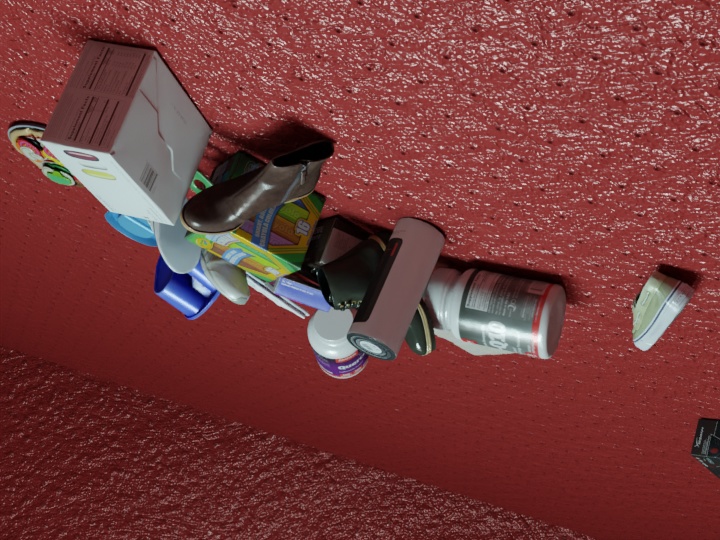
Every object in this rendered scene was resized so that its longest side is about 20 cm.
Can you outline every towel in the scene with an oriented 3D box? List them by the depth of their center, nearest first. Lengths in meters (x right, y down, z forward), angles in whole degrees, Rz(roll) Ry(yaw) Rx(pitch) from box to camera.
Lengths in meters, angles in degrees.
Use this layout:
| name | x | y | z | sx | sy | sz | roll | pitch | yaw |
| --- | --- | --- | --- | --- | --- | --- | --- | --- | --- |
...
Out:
| name | x | y | z | sx | sy | sz | roll | pitch | yaw |
| --- | --- | --- | --- | --- | --- | --- | --- | --- | --- |
| towel | 0.214 | 0.113 | 1.900 | 0.132 | 0.035 | 0.199 | 30 | 159 | -24 |

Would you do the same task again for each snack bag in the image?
| name | x | y | z | sx | sy | sz | roll | pitch | yaw |
| --- | --- | --- | --- | --- | --- | --- | --- | --- | --- |
| snack bag | -0.209 | 0.018 | 1.999 | 0.188 | 0.022 | 0.199 | 36 | 173 | -37 |

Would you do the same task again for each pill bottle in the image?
| name | x | y | z | sx | sy | sz | roll | pitch | yaw |
| --- | --- | --- | --- | --- | --- | --- | --- | --- | --- |
| pill bottle | 0.205 | 0.061 | 1.644 | 0.198 | 0.115 | 0.114 | 11 | 159 | 24 |
| pill bottle | -0.042 | 0.132 | 2.083 | 0.111 | 0.113 | 0.200 | 16 | 161 | 11 |

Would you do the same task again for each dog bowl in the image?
| name | x | y | z | sx | sy | sz | roll | pitch | yaw |
| --- | --- | --- | --- | --- | --- | --- | --- | --- | --- |
| dog bowl | -0.374 | -0.100 | 1.870 | 0.111 | 0.050 | 0.200 | 32 | 158 | -19 |

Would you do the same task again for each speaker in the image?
| name | x | y | z | sx | sy | sz | roll | pitch | yaw |
| --- | --- | --- | --- | --- | --- | --- | --- | --- | --- |
| speaker | 0.054 | 0.025 | 1.568 | 0.080 | 0.201 | 0.081 | 22 | 159 | 9 |

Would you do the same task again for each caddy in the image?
| name | x | y | z | sx | sy | sz | roll | pitch | yaw |
| --- | --- | --- | --- | --- | --- | --- | --- | --- | --- |
| caddy | -0.275 | -0.005 | 1.841 | 0.105 | 0.142 | 0.201 | 33 | -158 | -24 |

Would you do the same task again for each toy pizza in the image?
| name | x | y | z | sx | sy | sz | roll | pitch | yaw |
| --- | --- | --- | --- | --- | --- | --- | --- | --- | --- |
| toy pizza | -0.503 | -0.183 | 1.809 | 0.198 | 0.032 | 0.200 | 18 | 161 | 6 |

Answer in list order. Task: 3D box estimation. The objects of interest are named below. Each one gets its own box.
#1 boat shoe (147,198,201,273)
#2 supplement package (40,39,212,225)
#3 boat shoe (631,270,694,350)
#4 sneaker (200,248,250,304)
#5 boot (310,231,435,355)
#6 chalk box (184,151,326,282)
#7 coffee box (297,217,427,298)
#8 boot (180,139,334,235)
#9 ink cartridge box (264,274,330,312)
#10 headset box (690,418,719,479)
| name | x | y | z | sx | sy | sz | roll | pitch | yaw |
| --- | --- | --- | --- | --- | --- | --- | --- | --- | --- |
| boat shoe | -0.300 | -0.095 | 1.668 | 0.073 | 0.202 | 0.065 | -14 | -174 | -24 |
| supplement package | -0.306 | -0.180 | 1.433 | 0.110 | 0.157 | 0.200 | 12 | 160 | 21 |
| boat shoe | 0.416 | 0.052 | 1.512 | 0.062 | 0.072 | 0.200 | 41 | 162 | 15 |
| sneaker | -0.212 | -0.040 | 1.689 | 0.080 | 0.202 | 0.070 | -34 | 152 | 20 |
| boot | 0.019 | 0.058 | 1.636 | 0.201 | 0.137 | 0.077 | 62 | 154 | 5 |
| chalk box | -0.177 | -0.087 | 1.606 | 0.199 | 0.125 | 0.125 | 27 | 159 | -21 |
| coffee box | 0.000 | 0.000 | 1.733 | 0.199 | 0.081 | 0.113 | 29 | 161 | -26 |
| boot | -0.143 | -0.120 | 1.458 | 0.198 | 0.073 | 0.166 | -19 | 169 | -23 |
| ink cartridge box | -0.097 | 0.032 | 1.729 | 0.094 | 0.037 | 0.200 | 20 | 178 | -11 |
| headset box | 0.725 | 0.337 | 1.938 | 0.199 | 0.076 | 0.148 | 0 | 152 | 45 |
